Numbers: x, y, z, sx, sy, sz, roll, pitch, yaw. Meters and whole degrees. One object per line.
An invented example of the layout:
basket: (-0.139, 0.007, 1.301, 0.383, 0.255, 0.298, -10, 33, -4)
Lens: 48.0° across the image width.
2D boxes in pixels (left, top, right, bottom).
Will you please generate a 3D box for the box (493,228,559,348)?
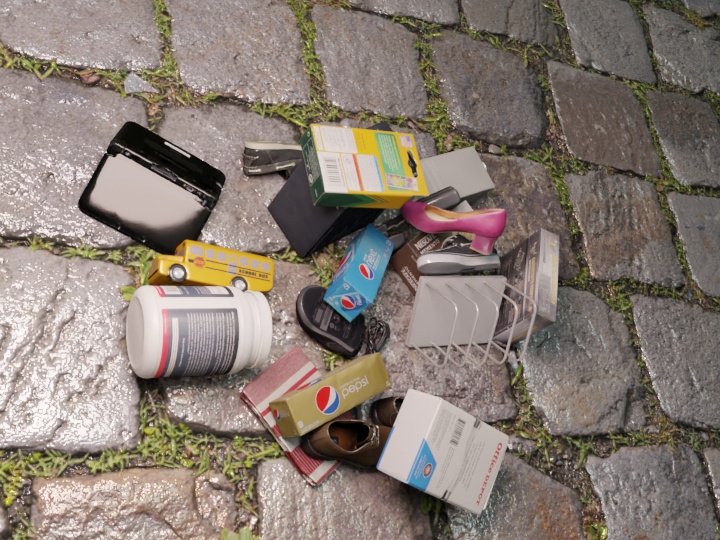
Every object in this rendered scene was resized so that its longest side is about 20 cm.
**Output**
box: (0.327, 0.037, 1.618, 0.048, 0.158, 0.201, 23, 56, -19)

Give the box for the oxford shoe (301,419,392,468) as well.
oxford shoe: (0.009, 0.284, 1.335, 0.199, 0.084, 0.073, 9, 63, -35)

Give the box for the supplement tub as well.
supplement tub: (-0.252, 0.094, 1.260, 0.199, 0.140, 0.141, 1, 66, -29)

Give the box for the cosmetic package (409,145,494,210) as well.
cosmetic package: (0.171, -0.180, 1.683, 0.199, 0.090, 0.107, -16, 76, -38)

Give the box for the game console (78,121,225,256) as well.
game console: (-0.353, -0.140, 1.395, 0.199, 0.117, 0.176, 29, 25, -16)

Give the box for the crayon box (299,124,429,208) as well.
crayon box: (0.007, -0.170, 1.348, 0.199, 0.052, 0.127, -1, 66, -30)

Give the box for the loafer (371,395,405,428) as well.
loafer: (0.118, 0.270, 1.432, 0.199, 0.071, 0.073, 17, 59, -22)

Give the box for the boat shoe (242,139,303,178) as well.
boat shoe: (-0.136, -0.210, 1.541, 0.199, 0.072, 0.068, -4, 104, -39)

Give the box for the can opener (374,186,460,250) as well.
can opener: (0.103, -0.094, 1.568, 0.199, 0.053, 0.067, -23, 106, 1)

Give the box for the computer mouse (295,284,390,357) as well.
computer mouse: (-0.045, 0.106, 1.437, 0.200, 0.053, 0.139, 39, 54, -21)

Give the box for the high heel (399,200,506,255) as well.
high heel: (0.167, -0.107, 1.476, 0.199, 0.096, 0.067, 29, 38, 17)

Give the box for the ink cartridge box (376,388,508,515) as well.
ink cartridge box: (0.143, 0.307, 1.359, 0.200, 0.084, 0.147, 34, 74, -37)

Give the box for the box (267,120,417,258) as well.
box: (-0.032, -0.146, 1.472, 0.196, 0.200, 0.124, -31, 82, -38)

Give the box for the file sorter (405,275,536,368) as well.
file sorter: (0.209, 0.098, 1.503, 0.199, 0.140, 0.124, 0, 22, -31)

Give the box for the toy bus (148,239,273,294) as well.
toy bus: (-0.247, 0.003, 1.348, 0.199, 0.065, 0.079, 13, 67, -29)

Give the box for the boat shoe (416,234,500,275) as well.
boat shoe: (0.181, -0.034, 1.521, 0.199, 0.072, 0.068, -3, 73, -35)

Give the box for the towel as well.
towel: (-0.093, 0.241, 1.356, 0.200, 0.023, 0.144, 52, 50, 0)

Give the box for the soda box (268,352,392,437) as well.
soda box: (-0.046, 0.204, 1.333, 0.199, 0.068, 0.064, -24, 91, -35)

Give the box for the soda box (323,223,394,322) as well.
soda box: (0.000, 0.000, 1.464, 0.068, 0.064, 0.200, 40, 33, -11)

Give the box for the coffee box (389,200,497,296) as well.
coffee box: (0.166, -0.038, 1.609, 0.200, 0.080, 0.115, -35, 87, -37)
